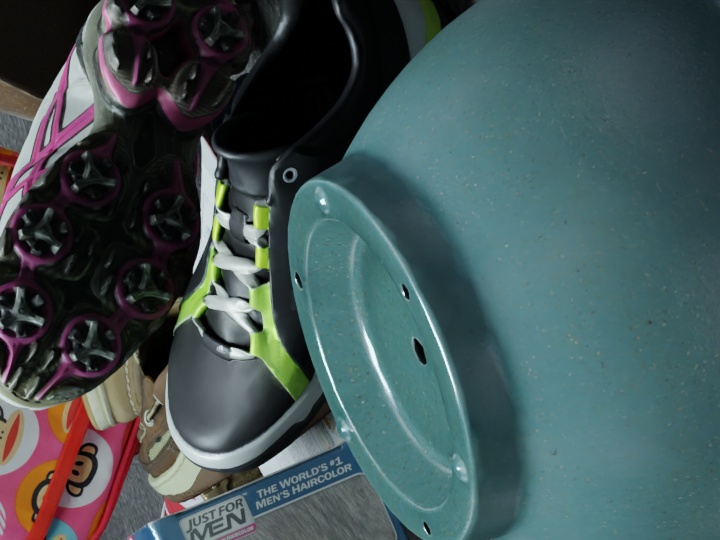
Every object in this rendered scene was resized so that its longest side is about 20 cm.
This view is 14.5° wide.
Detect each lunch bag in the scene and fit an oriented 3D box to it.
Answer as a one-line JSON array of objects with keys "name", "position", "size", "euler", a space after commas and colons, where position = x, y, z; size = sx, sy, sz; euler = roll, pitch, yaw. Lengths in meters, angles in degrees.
[{"name": "lunch bag", "position": [-0.170, 0.047, 1.437], "size": [0.082, 0.176, 0.200], "euler": [23, 93, 63]}]

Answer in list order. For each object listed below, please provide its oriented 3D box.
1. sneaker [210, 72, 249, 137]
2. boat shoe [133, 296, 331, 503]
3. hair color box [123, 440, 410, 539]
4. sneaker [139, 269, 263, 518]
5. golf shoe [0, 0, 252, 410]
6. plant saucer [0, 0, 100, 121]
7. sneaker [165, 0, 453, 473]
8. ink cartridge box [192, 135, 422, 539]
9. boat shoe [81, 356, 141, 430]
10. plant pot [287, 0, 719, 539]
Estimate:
[{"name": "sneaker", "position": [0.000, 0.000, 1.110], "size": [0.200, 0.075, 0.088], "euler": [54, 156, 39]}, {"name": "boat shoe", "position": [-0.060, 0.042, 1.170], "size": [0.075, 0.075, 0.202], "euler": [52, 157, -2]}, {"name": "hair color box", "position": [-0.055, 0.130, 1.226], "size": [0.061, 0.100, 0.200], "euler": [66, 162, 6]}, {"name": "sneaker", "position": [-0.080, 0.089, 1.426], "size": [0.200, 0.071, 0.112], "euler": [66, 158, 1]}, {"name": "golf shoe", "position": [-0.101, -0.026, 1.097], "size": [0.073, 0.200, 0.092], "euler": [29, 149, -14]}, {"name": "plant saucer", "position": [-0.156, -0.127, 1.229], "size": [0.037, 0.200, 0.200], "euler": [-49, 58, 29]}, {"name": "sneaker", "position": [-0.036, -0.026, 1.024], "size": [0.072, 0.083, 0.200], "euler": [23, 92, 37]}, {"name": "ink cartridge box", "position": [-0.015, 0.055, 1.256], "size": [0.200, 0.044, 0.174], "euler": [59, 158, 28]}, {"name": "boat shoe", "position": [-0.105, -0.024, 1.327], "size": [0.074, 0.069, 0.200], "euler": [-102, 10, -80]}, {"name": "plant pot", "position": [0.061, 0.007, 0.860], "size": [0.200, 0.134, 0.200], "euler": [53, 156, 37]}]
